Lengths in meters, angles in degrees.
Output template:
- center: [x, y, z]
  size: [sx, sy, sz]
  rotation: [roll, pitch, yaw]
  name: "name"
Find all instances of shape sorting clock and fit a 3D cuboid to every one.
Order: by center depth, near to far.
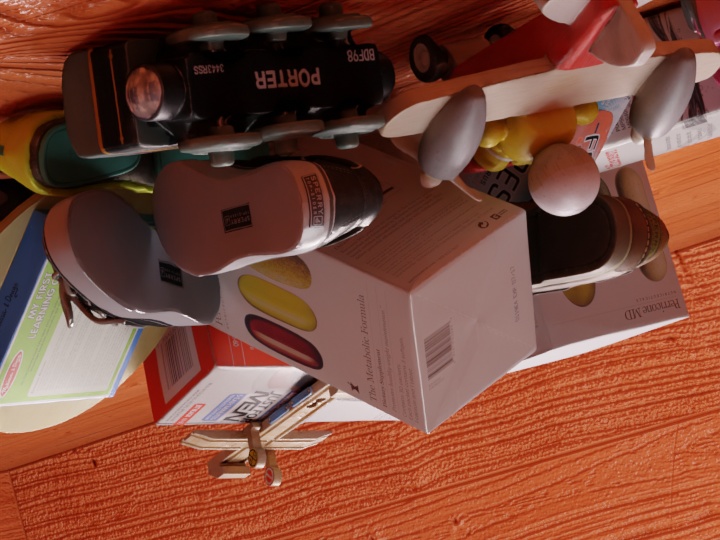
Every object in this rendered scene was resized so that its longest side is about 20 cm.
- center: [-0.189, 0.018, 1.544]
  size: [0.200, 0.039, 0.200]
  rotation: [-35, 146, -29]
  name: "shape sorting clock"

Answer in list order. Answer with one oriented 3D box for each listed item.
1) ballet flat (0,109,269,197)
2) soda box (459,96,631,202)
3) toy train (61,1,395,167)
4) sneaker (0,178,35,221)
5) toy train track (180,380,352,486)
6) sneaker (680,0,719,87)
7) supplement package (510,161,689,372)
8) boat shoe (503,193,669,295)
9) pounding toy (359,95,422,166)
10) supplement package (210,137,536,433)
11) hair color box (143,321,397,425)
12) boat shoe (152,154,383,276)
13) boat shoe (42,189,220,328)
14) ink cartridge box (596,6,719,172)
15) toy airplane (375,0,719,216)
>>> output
- center: [-0.145, -0.078, 1.467]
  size: [0.067, 0.067, 0.200]
  rotation: [7, -172, 42]
  name: "ballet flat"
- center: [0.108, -0.063, 1.641]
  size: [0.064, 0.068, 0.200]
  rotation: [-5, 128, -58]
  name: "soda box"
- center: [-0.072, -0.102, 1.334]
  size: [0.114, 0.086, 0.200]
  rotation: [-5, -176, 40]
  name: "toy train"
- center: [-0.302, -0.011, 1.574]
  size: [0.200, 0.070, 0.082]
  rotation: [-19, 175, 14]
  name: "sneaker"
- center: [-0.051, 0.116, 1.679]
  size: [0.114, 0.033, 0.200]
  rotation: [2, 155, -32]
  name: "toy train track"
- center: [0.294, -0.121, 1.601]
  size: [0.095, 0.200, 0.079]
  rotation: [-28, -159, 0]
  name: "sneaker"
- center: [0.132, -0.030, 1.875]
  size: [0.151, 0.201, 0.151]
  rotation: [-12, 173, -37]
  name: "supplement package"
- center: [0.110, -0.012, 1.569]
  size: [0.200, 0.072, 0.068]
  rotation: [1, 178, 44]
  name: "boat shoe"
- center: [-0.026, -0.043, 1.778]
  size: [0.184, 0.143, 0.200]
  rotation: [-18, 158, 14]
  name: "pounding toy"
- center: [0.000, 0.000, 1.526]
  size: [0.200, 0.114, 0.109]
  rotation: [24, -135, 38]
  name: "supplement package"
- center: [-0.039, 0.061, 1.677]
  size: [0.199, 0.064, 0.111]
  rotation: [-1, 155, -29]
  name: "hair color box"
- center: [-0.057, -0.034, 1.377]
  size: [0.056, 0.069, 0.200]
  rotation: [-9, -175, -30]
  name: "boat shoe"
- center: [-0.155, -0.001, 1.463]
  size: [0.068, 0.074, 0.199]
  rotation: [-11, 171, 18]
  name: "boat shoe"
- center: [0.242, -0.140, 1.714]
  size: [0.199, 0.084, 0.144]
  rotation: [-18, 174, 7]
  name: "ink cartridge box"
- center: [0.120, -0.105, 1.458]
  size: [0.199, 0.142, 0.199]
  rotation: [-17, 173, 12]
  name: "toy airplane"
